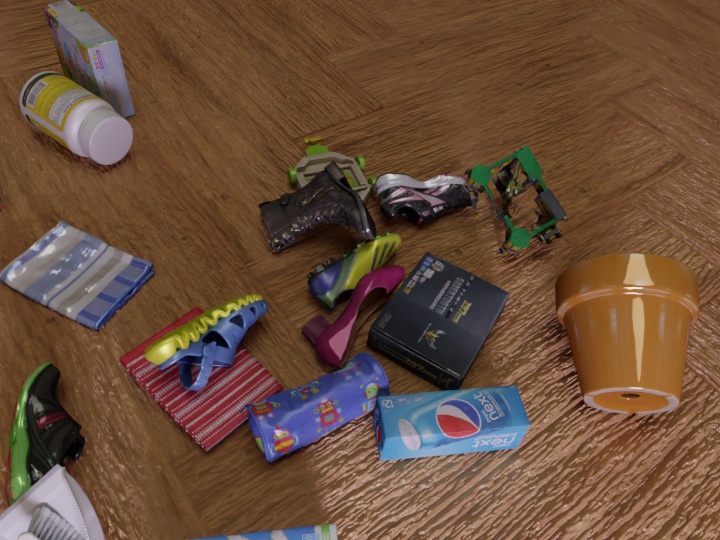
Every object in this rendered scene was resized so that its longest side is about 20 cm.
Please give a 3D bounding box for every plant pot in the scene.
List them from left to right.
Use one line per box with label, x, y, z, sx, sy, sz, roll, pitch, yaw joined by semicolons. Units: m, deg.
plant pot;0.389;0.102;0.875;0.198;0.201;0.185;8;64;0

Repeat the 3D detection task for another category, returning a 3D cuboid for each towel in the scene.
towel;-0.449;0.002;0.955;0.199;0.024;0.147;24;51;13
towel;-0.227;0.147;0.856;0.200;0.023;0.144;38;52;21

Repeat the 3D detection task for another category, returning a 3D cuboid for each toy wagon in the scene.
toy wagon;-0.061;-0.185;1.159;0.154;0.040;0.201;-13;51;-18

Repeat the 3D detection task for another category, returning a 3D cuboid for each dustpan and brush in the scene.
dustpan and brush;-0.310;0.328;0.645;0.200;0.139;0.057;49;17;-4

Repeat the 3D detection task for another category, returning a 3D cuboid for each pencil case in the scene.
pencil case;-0.059;0.181;0.811;0.199;0.079;0.087;-21;16;-23

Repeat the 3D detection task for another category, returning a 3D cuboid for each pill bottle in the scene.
pill bottle;-0.536;-0.286;1.138;0.199;0.115;0.114;32;52;19

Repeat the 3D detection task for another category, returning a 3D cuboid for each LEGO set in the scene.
LEGO set;0.278;-0.121;1.106;0.153;0.116;0.201;-36;83;-10

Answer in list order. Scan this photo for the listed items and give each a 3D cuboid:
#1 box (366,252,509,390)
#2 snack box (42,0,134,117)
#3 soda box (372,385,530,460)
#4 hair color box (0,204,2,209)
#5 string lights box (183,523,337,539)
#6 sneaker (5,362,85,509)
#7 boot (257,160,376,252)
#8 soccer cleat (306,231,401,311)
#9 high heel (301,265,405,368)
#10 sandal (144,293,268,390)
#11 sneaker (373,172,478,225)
box;0.125;0.075;0.944;0.157;0.051;0.200;28;51;16
snack box;-0.552;-0.426;1.222;0.067;0.169;0.200;-33;59;-30
soda box;0.120;0.207;0.816;0.198;0.068;0.065;-3;49;-10
hair color box;-0.693;-0.195;1.046;0.061;0.102;0.200;-22;54;-24
string lights box;-0.121;0.351;0.664;0.198;0.059;0.103;-3;50;-9
sneaker;-0.395;0.208;0.760;0.083;0.077;0.201;10;41;-32
boot;-0.078;-0.084;1.027;0.173;0.069;0.201;-33;51;1
soccer cleat;-0.001;0.000;1.001;0.199;0.065;0.084;-31;88;-34
high heel;0.012;0.071;0.922;0.199;0.068;0.096;-37;51;-16
sandal;-0.205;0.100;0.851;0.200;0.079;0.088;-34;99;-43
sneaker;0.123;-0.123;1.118;0.198;0.080;0.087;-1;72;-10
